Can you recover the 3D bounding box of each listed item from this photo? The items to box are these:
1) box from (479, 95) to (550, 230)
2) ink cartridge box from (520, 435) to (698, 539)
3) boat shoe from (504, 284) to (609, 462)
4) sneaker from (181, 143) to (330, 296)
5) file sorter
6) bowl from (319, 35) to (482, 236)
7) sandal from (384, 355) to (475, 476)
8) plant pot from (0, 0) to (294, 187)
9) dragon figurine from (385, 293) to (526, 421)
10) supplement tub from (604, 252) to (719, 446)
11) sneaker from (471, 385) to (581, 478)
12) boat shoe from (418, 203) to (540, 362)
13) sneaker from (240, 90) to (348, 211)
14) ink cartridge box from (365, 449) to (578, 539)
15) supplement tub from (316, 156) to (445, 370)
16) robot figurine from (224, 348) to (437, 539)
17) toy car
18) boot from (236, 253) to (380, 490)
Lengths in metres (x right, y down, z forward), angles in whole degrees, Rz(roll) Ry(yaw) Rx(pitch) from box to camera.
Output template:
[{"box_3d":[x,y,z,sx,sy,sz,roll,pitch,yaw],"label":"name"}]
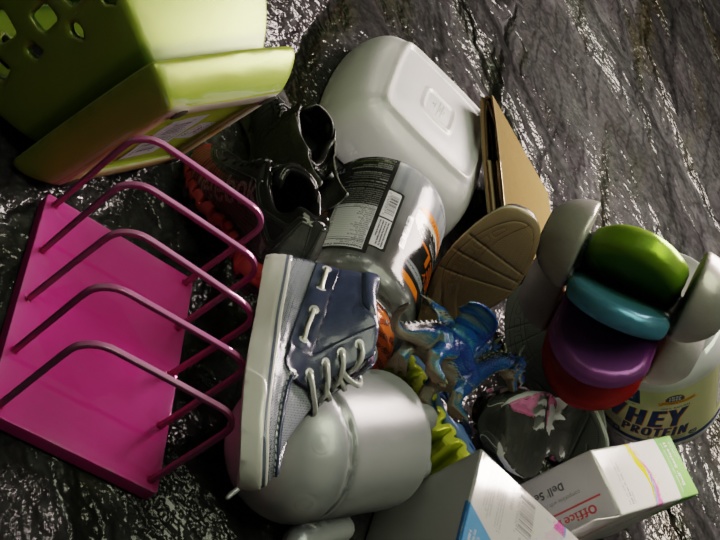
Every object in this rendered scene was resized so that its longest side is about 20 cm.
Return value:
[{"box_3d":[0.178,-0.072,1.406,0.200,0.021,0.164,49,32,-50],"label":"box"},{"box_3d":[0.216,0.215,1.203,0.200,0.117,0.068,1,60,-51],"label":"ink cartridge box"},{"box_3d":[0.207,0.109,1.326,0.065,0.074,0.203,21,44,-67],"label":"boat shoe"},{"box_3d":[-0.083,-0.059,1.043,0.071,0.098,0.201,17,24,-39],"label":"sneaker"},{"box_3d":[-0.155,0.027,0.899,0.139,0.125,0.201,33,40,-30],"label":"file sorter"},{"box_3d":[0.058,-0.152,1.353,0.200,0.075,0.200,43,38,-17],"label":"bowl"},{"box_3d":[0.076,0.153,1.123,0.087,0.079,0.201,0,64,-55],"label":"sandal"},{"box_3d":[-0.183,-0.182,0.983,0.199,0.200,0.182,-22,87,-55],"label":"plant pot"},{"box_3d":[0.073,0.055,1.044,0.200,0.059,0.100,53,56,-42],"label":"dragon figurine"},{"box_3d":[0.311,0.083,1.335,0.200,0.144,0.145,69,11,-55],"label":"supplement tub"},{"box_3d":[0.137,0.144,1.185,0.200,0.086,0.081,24,81,-65],"label":"sneaker"},{"box_3d":[0.095,0.012,1.162,0.072,0.200,0.065,26,30,-7],"label":"boat shoe"},{"box_3d":[-0.060,-0.121,1.155,0.060,0.104,0.200,29,43,-33],"label":"sneaker"},{"box_3d":[0.108,0.270,1.018,0.200,0.125,0.129,44,36,-16],"label":"ink cartridge box"},{"box_3d":[0.000,0.000,1.113,0.123,0.122,0.200,43,37,-18],"label":"supplement tub"},{"box_3d":[-0.024,0.134,0.981,0.200,0.113,0.170,4,90,-50],"label":"robot figurine"},{"box_3d":[0.221,0.046,1.137,0.175,0.200,0.150,27,61,10],"label":"toy car"},{"box_3d":[-0.033,0.067,0.886,0.090,0.073,0.201,7,47,-2],"label":"boot"}]
